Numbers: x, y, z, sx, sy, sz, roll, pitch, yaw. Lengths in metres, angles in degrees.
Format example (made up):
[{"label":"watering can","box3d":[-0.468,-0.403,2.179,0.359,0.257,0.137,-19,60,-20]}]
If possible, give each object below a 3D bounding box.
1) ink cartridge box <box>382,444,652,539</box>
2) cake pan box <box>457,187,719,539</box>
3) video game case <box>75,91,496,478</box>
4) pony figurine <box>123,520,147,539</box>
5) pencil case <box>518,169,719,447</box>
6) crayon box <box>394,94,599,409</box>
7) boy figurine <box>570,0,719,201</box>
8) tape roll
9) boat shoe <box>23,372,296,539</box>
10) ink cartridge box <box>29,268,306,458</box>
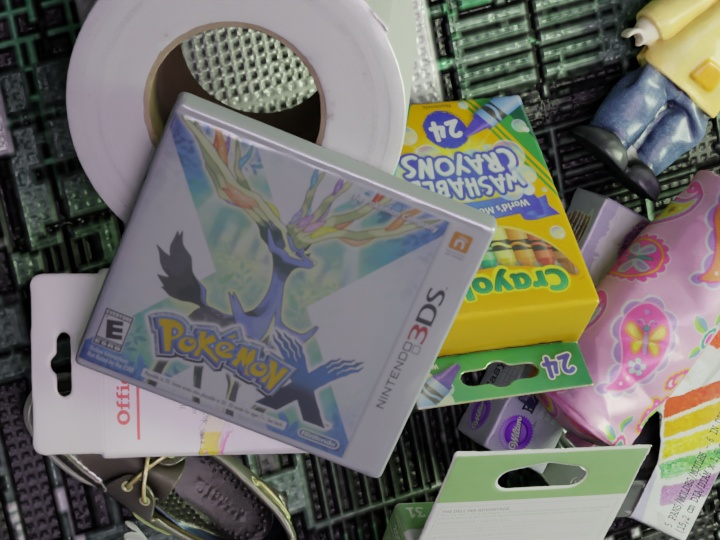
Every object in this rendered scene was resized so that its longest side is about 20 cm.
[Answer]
[{"label":"ink cartridge box","box3d":[0.094,0.170,1.631,0.144,0.048,0.201,-1,133,-21]},{"label":"cake pan box","box3d":[0.186,0.069,1.698,0.183,0.052,0.201,27,91,-22]},{"label":"video game case","box3d":[-0.046,0.012,1.435,0.199,0.022,0.183,21,114,-6]},{"label":"pony figurine","box3d":[-0.091,0.272,1.579,0.198,0.167,0.194,-2,133,-6]},{"label":"pencil case","box3d":[0.197,0.030,1.625,0.087,0.087,0.200,40,86,-24]},{"label":"crayon box","box3d":[0.070,-0.016,1.561,0.125,0.201,0.052,-7,148,-21]},{"label":"boy figurine","box3d":[0.237,-0.140,1.665,0.200,0.064,0.124,-47,111,-3]},{"label":"tape roll","box3d":[-0.068,-0.120,1.465,0.201,0.139,0.204,2,114,4]},{"label":"boat shoe","box3d":[-0.125,0.130,1.580,0.201,0.060,0.072,33,88,-25]},{"label":"ink cartridge box","box3d":[-0.103,0.054,1.512,0.198,0.067,0.118,0,91,-6]}]
